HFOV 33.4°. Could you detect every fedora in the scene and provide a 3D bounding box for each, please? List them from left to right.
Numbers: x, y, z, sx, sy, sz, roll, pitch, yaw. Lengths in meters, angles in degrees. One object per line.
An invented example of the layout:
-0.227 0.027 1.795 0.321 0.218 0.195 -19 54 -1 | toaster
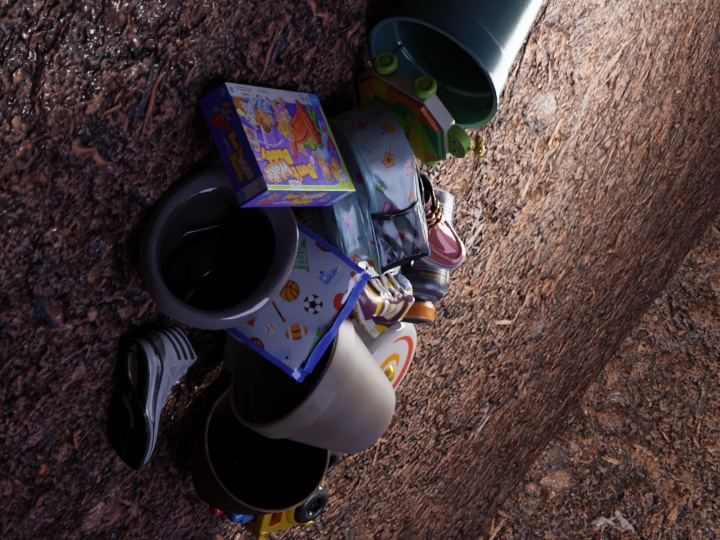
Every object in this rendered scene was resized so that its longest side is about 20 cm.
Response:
-0.176 -0.018 1.438 0.201 0.176 0.090 -57 -173 -23 | fedora

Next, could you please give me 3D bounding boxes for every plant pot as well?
-0.167 0.273 1.726 0.186 0.188 0.200 -40 179 -34 | plant pot
-0.049 0.158 1.616 0.173 0.199 0.201 39 83 -34 | plant pot
0.142 -0.334 1.617 0.197 0.198 0.201 -57 157 -21 | plant pot

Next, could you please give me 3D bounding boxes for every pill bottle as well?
0.088 -0.021 1.866 0.106 0.104 0.204 32 62 -66 | pill bottle

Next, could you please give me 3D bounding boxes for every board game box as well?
-0.095 -0.146 1.431 0.044 0.136 0.199 -27 170 28 | board game box

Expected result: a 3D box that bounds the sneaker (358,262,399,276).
0.000 0.000 1.720 0.200 0.078 0.100 -42 170 -26 | sneaker

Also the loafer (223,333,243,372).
-0.128 0.061 1.685 0.202 0.069 0.070 -63 155 9 | loafer

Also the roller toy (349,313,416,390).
-0.002 0.136 1.929 0.184 0.139 0.200 -56 155 -4 | roller toy

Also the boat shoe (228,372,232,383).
-0.115 0.125 1.797 0.199 0.075 0.093 -39 156 -20 | boat shoe

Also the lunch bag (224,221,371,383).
-0.103 0.025 1.533 0.171 0.199 0.124 -57 155 -4 | lunch bag

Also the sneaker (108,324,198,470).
-0.256 0.160 1.550 0.115 0.075 0.203 -26 138 -47 | sneaker

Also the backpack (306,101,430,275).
0.003 -0.115 1.606 0.151 0.176 0.203 -13 125 -18 | backpack

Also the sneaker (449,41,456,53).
0.103 -0.249 1.764 0.090 0.069 0.203 5 112 -60 | sneaker

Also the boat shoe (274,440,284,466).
-0.075 0.209 1.805 0.074 0.064 0.205 -132 -120 -77 | boat shoe

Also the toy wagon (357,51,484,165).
0.080 -0.203 1.615 0.040 0.199 0.156 -45 153 -20 | toy wagon

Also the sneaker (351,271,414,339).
0.023 0.030 1.639 0.089 0.075 0.200 -35 165 0 | sneaker

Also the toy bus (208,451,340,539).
-0.148 0.319 1.895 0.190 0.135 0.203 -13 129 -44 | toy bus

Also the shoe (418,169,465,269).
0.090 -0.080 1.769 0.072 0.200 0.091 -50 -168 -19 | shoe
